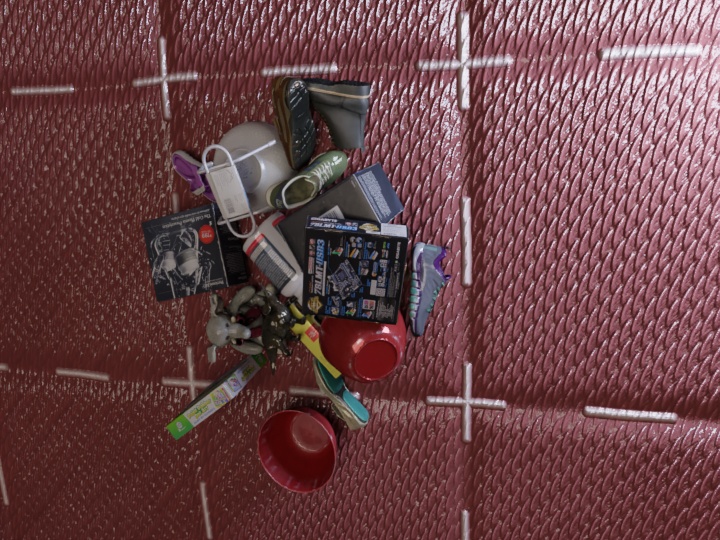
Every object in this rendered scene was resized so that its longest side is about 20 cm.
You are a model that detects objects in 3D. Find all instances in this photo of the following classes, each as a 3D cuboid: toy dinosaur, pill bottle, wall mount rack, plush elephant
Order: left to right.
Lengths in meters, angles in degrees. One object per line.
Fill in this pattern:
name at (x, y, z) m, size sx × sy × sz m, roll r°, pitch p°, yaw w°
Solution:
plush elephant at (-0.282, 0.125, 1.558) m, size 0.193 × 0.155 × 0.170 m, roll 2°, pitch 105°, yaw 16°
wall mount rack at (-0.240, -0.180, 1.422) m, size 0.169 × 0.075 × 0.205 m, roll -14°, pitch 113°, yaw 13°
toy dinosaur at (-0.182, 0.128, 1.506) m, size 0.100 × 0.077 × 0.206 m, roll 20°, pitch 117°, yaw 25°
pill bottle at (-0.153, -0.015, 1.502) m, size 0.119 × 0.120 × 0.201 m, roll -43°, pitch 89°, yaw 22°

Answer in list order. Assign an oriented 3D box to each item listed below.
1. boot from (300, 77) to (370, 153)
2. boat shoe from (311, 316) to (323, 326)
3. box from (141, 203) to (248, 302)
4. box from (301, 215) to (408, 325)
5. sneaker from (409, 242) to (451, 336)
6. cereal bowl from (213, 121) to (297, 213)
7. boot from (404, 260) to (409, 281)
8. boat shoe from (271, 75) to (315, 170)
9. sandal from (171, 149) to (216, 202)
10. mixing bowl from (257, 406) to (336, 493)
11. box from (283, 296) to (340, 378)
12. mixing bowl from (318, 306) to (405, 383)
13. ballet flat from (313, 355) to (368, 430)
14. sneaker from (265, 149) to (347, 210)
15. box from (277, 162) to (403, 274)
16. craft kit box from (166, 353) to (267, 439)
boot at (-0.078, -0.324, 1.429) m, size 0.194 × 0.077 × 0.143 m, roll 11°, pitch 115°, yaw 19°
boat shoe at (-0.020, 0.138, 1.519) m, size 0.198 × 0.063 × 0.074 m, roll 34°, pitch 110°, yaw -6°
box at (-0.375, -0.041, 1.559) m, size 0.194 × 0.104 × 0.188 m, roll -12°, pitch 92°, yaw 19°
box at (-0.013, 0.003, 1.305) m, size 0.192 × 0.050 × 0.205 m, roll 6°, pitch 123°, yaw 1°
sneaker at (0.148, 0.045, 1.451) m, size 0.085 × 0.075 × 0.207 m, roll 3°, pitch 105°, yaw 9°
cereal bowl at (-0.240, -0.220, 1.497) m, size 0.194 × 0.083 × 0.207 m, roll 5°, pitch 106°, yaw 16°
boot at (0.000, 0.000, 1.438) m, size 0.195 × 0.167 × 0.074 m, roll -24°, pitch 54°, yaw 10°
boat shoe at (-0.143, -0.309, 1.414) m, size 0.073 × 0.075 × 0.204 m, roll 27°, pitch 137°, yaw 30°
sandal at (-0.366, -0.201, 1.522) m, size 0.200 × 0.049 × 0.084 m, roll 31°, pitch 136°, yaw 34°
mixing bowl at (-0.134, 0.401, 1.608) m, size 0.194 × 0.108 × 0.207 m, roll 4°, pitch 105°, yaw 15°
box at (-0.098, 0.144, 1.551) m, size 0.050 × 0.075 × 0.201 m, roll -42°, pitch 88°, yaw 22°
mixing bowl at (0.019, 0.157, 1.429) m, size 0.194 × 0.109 × 0.206 m, roll -8°, pitch 119°, yaw -14°
ballet flat at (-0.059, 0.287, 1.581) m, size 0.062 × 0.067 × 0.202 m, roll -35°, pitch 91°, yaw 31°
sneaker at (-0.098, -0.181, 1.408) m, size 0.197 × 0.089 × 0.068 m, roll -32°, pitch 114°, yaw -15°
box at (-0.037, -0.110, 1.399) m, size 0.197 × 0.198 × 0.125 m, roll -29°, pitch 94°, yaw 21°
craft kit box at (-0.331, 0.285, 1.592) m, size 0.198 × 0.197 × 0.049 m, roll -37°, pitch 91°, yaw 22°
